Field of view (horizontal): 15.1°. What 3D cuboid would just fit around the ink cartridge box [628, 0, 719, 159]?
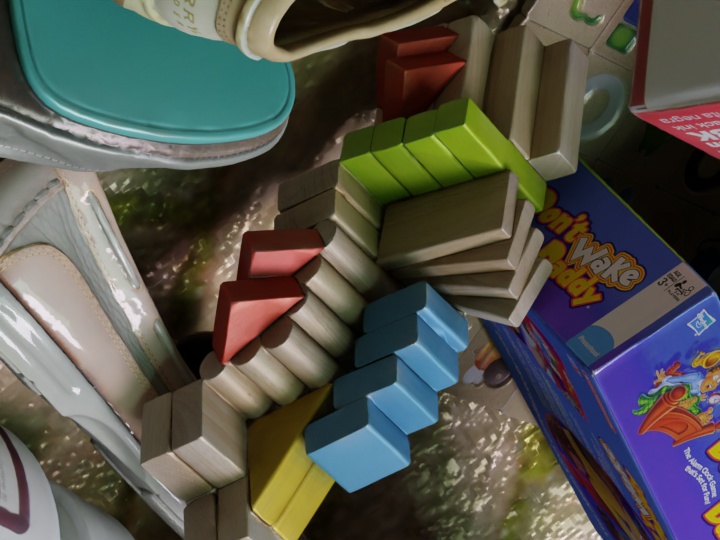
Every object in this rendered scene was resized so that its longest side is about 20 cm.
[{"bbox_3d":[0.182,-0.089,0.851,0.200,0.084,0.145,22,69,-42],"label":"ink cartridge box"}]

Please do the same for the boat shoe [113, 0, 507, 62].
[{"bbox_3d":[0.015,-0.096,0.767,0.200,0.063,0.073,-24,141,-43],"label":"boat shoe"}]

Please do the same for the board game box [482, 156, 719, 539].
[{"bbox_3d":[0.094,0.051,0.891,0.045,0.135,0.200,-34,131,-5],"label":"board game box"}]

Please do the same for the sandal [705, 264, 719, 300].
[{"bbox_3d":[0.146,0.001,0.940,0.075,0.048,0.200,-47,162,5],"label":"sandal"}]

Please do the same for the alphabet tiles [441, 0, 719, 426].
[{"bbox_3d":[0.091,-0.034,0.937,0.166,0.006,0.200,20,111,-42],"label":"alphabet tiles"}]

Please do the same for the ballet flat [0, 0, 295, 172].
[{"bbox_3d":[-0.112,-0.061,0.748,0.200,0.068,0.064,9,155,-37],"label":"ballet flat"}]

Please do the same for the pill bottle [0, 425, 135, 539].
[{"bbox_3d":[-0.157,0.077,0.782,0.110,0.110,0.200,-47,135,7],"label":"pill bottle"}]

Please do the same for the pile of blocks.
[{"bbox_3d":[0.000,0.000,0.806,0.062,0.082,0.200,43,68,-39],"label":"pile of blocks"}]

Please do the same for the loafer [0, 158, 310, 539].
[{"bbox_3d":[-0.060,0.035,0.848,0.063,0.072,0.200,-45,133,-6],"label":"loafer"}]
